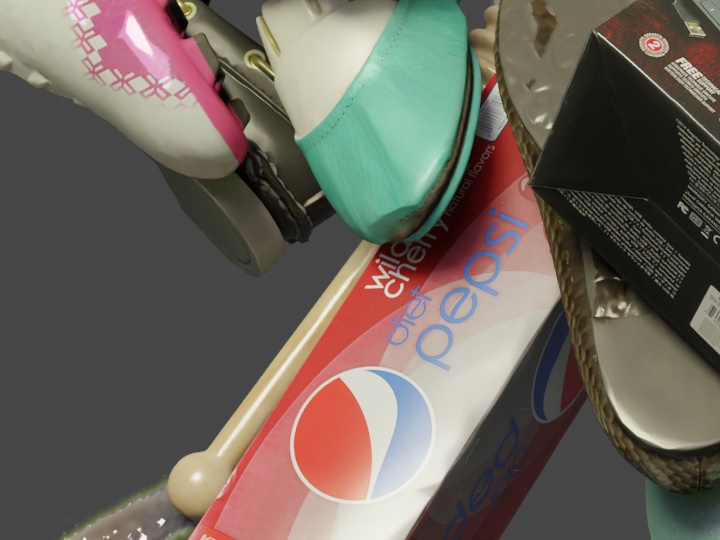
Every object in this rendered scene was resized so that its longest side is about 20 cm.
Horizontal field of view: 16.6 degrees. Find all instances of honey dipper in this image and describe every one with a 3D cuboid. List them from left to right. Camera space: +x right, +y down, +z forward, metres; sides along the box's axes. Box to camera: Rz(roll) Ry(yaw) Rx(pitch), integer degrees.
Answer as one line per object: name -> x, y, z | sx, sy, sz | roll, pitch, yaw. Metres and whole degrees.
honey dipper -> 0.000, 0.000, 0.822 | 0.038, 0.038, 0.200 | 32, 81, 29

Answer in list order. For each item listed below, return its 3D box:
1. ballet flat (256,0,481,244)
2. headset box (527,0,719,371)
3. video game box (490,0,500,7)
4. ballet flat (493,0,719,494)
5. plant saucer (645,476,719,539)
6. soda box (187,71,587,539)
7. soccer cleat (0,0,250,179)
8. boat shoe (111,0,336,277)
ballet flat -> -0.001, -0.079, 0.801 | 0.067, 0.070, 0.200 | -48, 18, 27
headset box -> 0.171, -0.042, 0.684 | 0.200, 0.077, 0.149 | -34, 70, -28
video game box -> 0.119, -0.163, 0.778 | 0.181, 0.201, 0.047 | 2, 41, 18
ballet flat -> 0.081, -0.024, 0.731 | 0.067, 0.046, 0.201 | -12, 59, 3
plant saucer -> 0.180, 0.050, 0.707 | 0.199, 0.036, 0.201 | -7, 46, 7
soda box -> 0.024, 0.041, 0.770 | 0.063, 0.070, 0.200 | 26, 71, 26
soccer cleat -> -0.115, -0.090, 0.806 | 0.086, 0.070, 0.200 | -37, 68, -4
boat shoe -> -0.074, -0.083, 0.874 | 0.060, 0.072, 0.201 | -38, 65, -10
